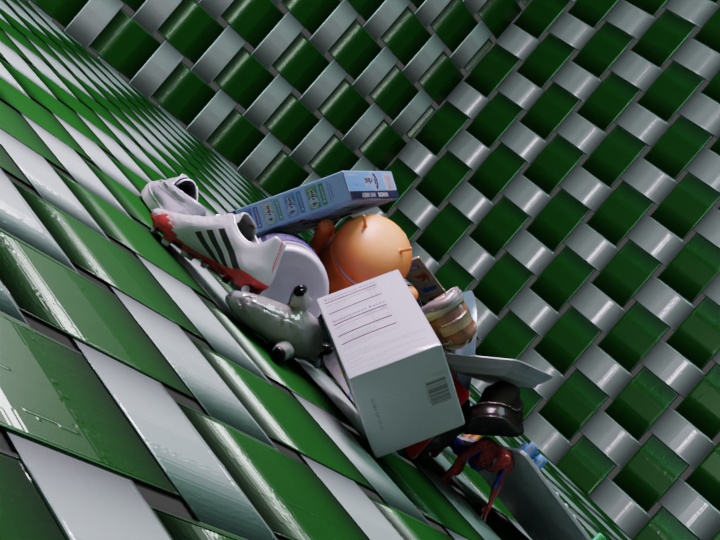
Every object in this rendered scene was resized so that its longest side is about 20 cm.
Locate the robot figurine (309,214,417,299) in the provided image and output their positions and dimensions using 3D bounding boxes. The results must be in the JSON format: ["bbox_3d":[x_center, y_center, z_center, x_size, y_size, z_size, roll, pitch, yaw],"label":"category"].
[{"bbox_3d":[0.002,0.001,1.566,0.116,0.200,0.145,-5,61,-27],"label":"robot figurine"}]

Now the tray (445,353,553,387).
[{"bbox_3d":[0.180,0.134,1.490,0.107,0.022,0.200,4,-9,25],"label":"tray"}]

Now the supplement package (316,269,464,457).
[{"bbox_3d":[0.031,0.101,1.306,0.200,0.109,0.114,-117,-172,-62],"label":"supplement package"}]

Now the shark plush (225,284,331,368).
[{"bbox_3d":[-0.085,0.068,1.364,0.083,0.091,0.200,9,-8,26],"label":"shark plush"}]

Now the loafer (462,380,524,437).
[{"bbox_3d":[0.173,0.177,1.458,0.072,0.072,0.200,2,-7,11],"label":"loafer"}]

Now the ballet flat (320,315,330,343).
[{"bbox_3d":[-0.106,0.033,1.650,0.200,0.068,0.064,44,-28,-13],"label":"ballet flat"}]

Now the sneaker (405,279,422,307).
[{"bbox_3d":[0.075,0.086,1.707,0.079,0.078,0.200,45,-12,32],"label":"sneaker"}]

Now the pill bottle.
[{"bbox_3d":[-0.104,0.008,1.496,0.111,0.111,0.200,41,3,-12],"label":"pill bottle"}]

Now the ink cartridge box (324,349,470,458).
[{"bbox_3d":[0.044,0.139,1.462,0.067,0.116,0.200,40,3,-34],"label":"ink cartridge box"}]

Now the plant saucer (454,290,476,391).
[{"bbox_3d":[0.138,0.128,1.670,0.027,0.202,0.200,8,6,-4],"label":"plant saucer"}]

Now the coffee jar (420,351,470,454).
[{"bbox_3d":[0.087,0.151,1.543,0.085,0.104,0.201,39,23,-31],"label":"coffee jar"}]

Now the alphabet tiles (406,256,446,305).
[{"bbox_3d":[0.039,0.038,1.725,0.200,0.166,0.006,49,26,-50],"label":"alphabet tiles"}]

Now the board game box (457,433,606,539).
[{"bbox_3d":[0.233,0.303,1.526,0.200,0.026,0.200,52,-18,-11],"label":"board game box"}]

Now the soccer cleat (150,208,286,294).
[{"bbox_3d":[-0.173,-0.041,1.368,0.199,0.085,0.069,30,-4,32],"label":"soccer cleat"}]

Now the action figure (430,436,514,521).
[{"bbox_3d":[0.138,0.267,1.479,0.065,0.099,0.200,38,-19,-8],"label":"action figure"}]

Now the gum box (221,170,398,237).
[{"bbox_3d":[-0.069,-0.088,1.570,0.170,0.199,0.045,-11,83,-65],"label":"gum box"}]

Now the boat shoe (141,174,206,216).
[{"bbox_3d":[-0.249,-0.095,1.530,0.072,0.069,0.200,41,3,-19],"label":"boat shoe"}]

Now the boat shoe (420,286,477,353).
[{"bbox_3d":[0.106,0.072,1.438,0.072,0.075,0.200,57,-2,4],"label":"boat shoe"}]
